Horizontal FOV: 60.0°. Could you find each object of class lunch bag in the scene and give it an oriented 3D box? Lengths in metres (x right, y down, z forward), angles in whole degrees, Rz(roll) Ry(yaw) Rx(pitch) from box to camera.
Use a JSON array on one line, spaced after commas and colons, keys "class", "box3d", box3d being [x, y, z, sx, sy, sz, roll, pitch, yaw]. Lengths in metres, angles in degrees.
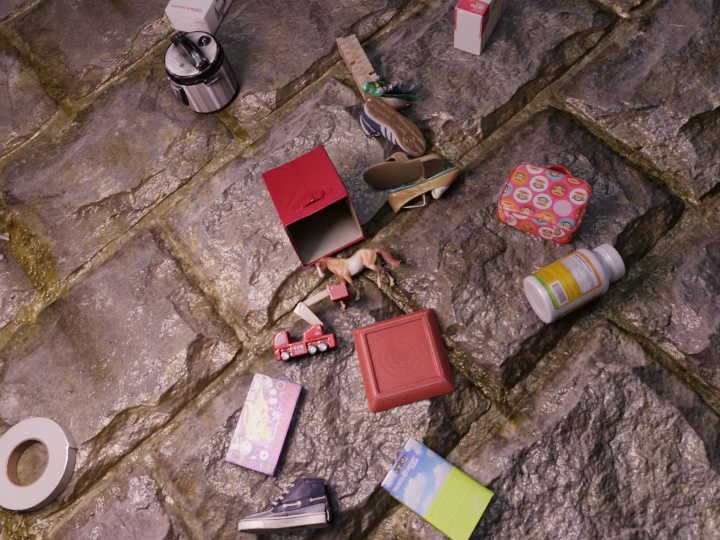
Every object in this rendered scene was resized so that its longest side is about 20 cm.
[{"class": "lunch bag", "box3d": [0.437, -0.173, 1.476, 0.197, 0.082, 0.178, 23, 71, 19]}]

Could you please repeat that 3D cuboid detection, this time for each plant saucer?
[{"class": "plant saucer", "box3d": [0.093, 0.193, 1.395, 0.196, 0.037, 0.203, -15, 64, 2]}]

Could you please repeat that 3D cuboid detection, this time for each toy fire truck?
[{"class": "toy fire truck", "box3d": [-0.112, 0.120, 1.435, 0.196, 0.049, 0.144, -14, 80, 4]}]

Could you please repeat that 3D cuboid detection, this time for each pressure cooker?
[{"class": "pressure cooker", "box3d": [-0.449, -0.562, 1.736, 0.172, 0.201, 0.182, 5, 67, 11]}]

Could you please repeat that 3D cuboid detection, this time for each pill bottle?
[{"class": "pill bottle", "box3d": [0.469, 0.022, 1.367, 0.198, 0.111, 0.112, -27, 64, -4]}]

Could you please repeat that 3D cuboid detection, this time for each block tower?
[{"class": "block tower", "box3d": [-0.004, -0.574, 1.747, 0.057, 0.054, 0.202, -24, 65, -3]}]

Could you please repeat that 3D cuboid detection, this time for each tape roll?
[{"class": "tape roll", "box3d": [-0.749, 0.440, 1.424, 0.199, 0.037, 0.206, -4, 65, 9]}]

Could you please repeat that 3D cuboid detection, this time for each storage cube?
[{"class": "storage cube", "box3d": [-0.114, -0.153, 1.501, 0.169, 0.201, 0.181, -26, 58, -2]}]

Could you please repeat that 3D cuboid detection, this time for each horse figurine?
[{"class": "horse figurine", "box3d": [0.000, 0.000, 1.491, 0.197, 0.050, 0.134, -25, 70, 1]}]

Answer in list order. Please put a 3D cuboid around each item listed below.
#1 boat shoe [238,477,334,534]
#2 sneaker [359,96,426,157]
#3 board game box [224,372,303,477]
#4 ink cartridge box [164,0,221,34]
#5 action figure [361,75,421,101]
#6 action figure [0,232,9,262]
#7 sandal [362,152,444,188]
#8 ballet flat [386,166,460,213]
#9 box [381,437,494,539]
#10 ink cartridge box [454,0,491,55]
[{"class": "boat shoe", "box3d": [-0.153, 0.486, 1.291, 0.196, 0.075, 0.094, -5, 58, -1]}, {"class": "sneaker", "box3d": [0.080, -0.362, 1.638, 0.199, 0.108, 0.070, 40, 72, -8]}, {"class": "board game box", "box3d": [-0.212, 0.340, 1.385, 0.118, 0.032, 0.203, 13, 68, 10]}, {"class": "ink cartridge box", "box3d": [-0.491, -0.837, 1.931, 0.144, 0.084, 0.203, 15, 69, 16]}, {"class": "action figure", "box3d": [0.067, -0.475, 1.625, 0.117, 0.199, 0.056, 25, 116, 29]}, {"class": "action figure", "box3d": [-0.990, -0.107, 1.624, 0.104, 0.194, 0.200, 40, 77, 22]}, {"class": "sandal", "box3d": [0.105, -0.268, 1.593, 0.208, 0.078, 0.070, -11, 44, -2]}, {"class": "ballet flat", "box3d": [0.163, -0.198, 1.555, 0.197, 0.069, 0.064, -20, 92, 3]}, {"class": "box", "box3d": [0.155, 0.446, 1.263, 0.198, 0.048, 0.123, 30, 73, 21]}, {"class": "ink cartridge box", "box3d": [0.334, -0.721, 1.706, 0.082, 0.146, 0.202, 23, 71, 18]}]
